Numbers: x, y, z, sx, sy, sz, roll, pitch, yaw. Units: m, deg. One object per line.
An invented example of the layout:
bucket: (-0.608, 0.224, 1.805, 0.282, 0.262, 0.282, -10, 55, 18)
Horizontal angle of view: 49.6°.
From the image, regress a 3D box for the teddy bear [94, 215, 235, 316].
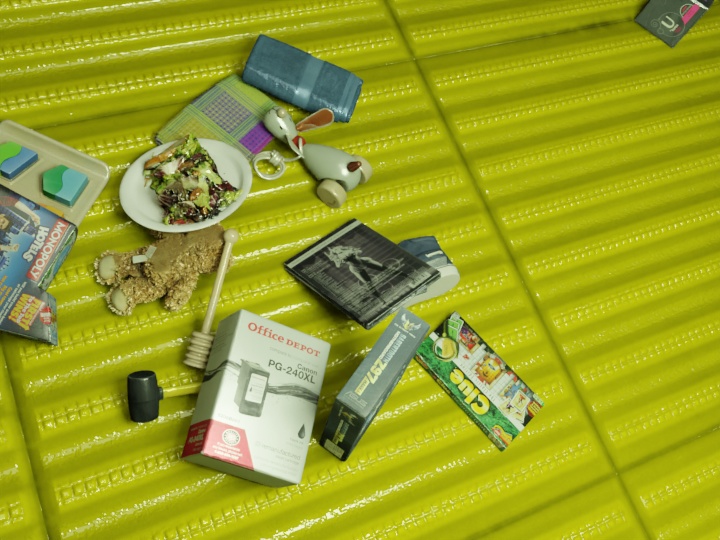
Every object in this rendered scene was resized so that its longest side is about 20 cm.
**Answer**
teddy bear: (-0.284, -0.008, 1.135, 0.145, 0.067, 0.200, 41, 67, 19)

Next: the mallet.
mallet: (-0.222, 0.171, 1.077, 0.198, 0.041, 0.067, 2, 99, -27)

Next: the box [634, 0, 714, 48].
box: (0.682, -0.585, 1.628, 0.106, 0.122, 0.200, 37, 62, 3)

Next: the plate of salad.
plate of salad: (-0.261, -0.137, 1.157, 0.198, 0.048, 0.201, 0, 50, 0)

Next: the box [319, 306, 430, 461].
box: (0.016, 0.158, 1.053, 0.051, 0.200, 0.158, 33, 60, 8)

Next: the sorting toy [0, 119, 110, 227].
sorting toy: (-0.492, -0.113, 1.136, 0.184, 0.037, 0.201, 24, 62, -4)

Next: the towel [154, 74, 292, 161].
towel: (-0.223, -0.229, 1.272, 0.143, 0.023, 0.200, 37, 61, 5)

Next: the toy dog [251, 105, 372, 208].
toy dog: (-0.066, -0.191, 1.244, 0.198, 0.096, 0.133, 23, 65, -13)

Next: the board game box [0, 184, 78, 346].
board game box: (-0.475, 0.007, 1.052, 0.199, 0.062, 0.201, 29, 75, -5)

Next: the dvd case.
dvd case: (0.000, 0.000, 1.173, 0.148, 0.016, 0.199, -34, 47, -26)

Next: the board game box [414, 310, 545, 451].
board game box: (0.180, 0.167, 1.195, 0.105, 0.023, 0.200, -40, 81, -25)

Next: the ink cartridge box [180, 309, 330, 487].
ink cartridge box: (-0.137, 0.172, 1.049, 0.144, 0.083, 0.202, 23, 63, -23)

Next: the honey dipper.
honey dipper: (-0.207, 0.038, 1.101, 0.038, 0.038, 0.202, 15, 85, -7)

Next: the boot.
boot: (0.051, 0.010, 1.216, 0.198, 0.073, 0.091, -15, 56, -24)

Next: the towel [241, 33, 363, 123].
towel: (-0.099, -0.321, 1.330, 0.198, 0.049, 0.112, 23, 53, -6)
